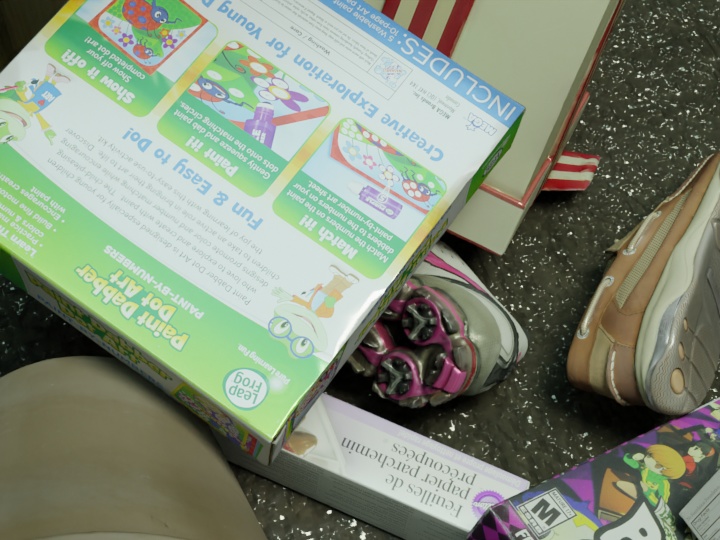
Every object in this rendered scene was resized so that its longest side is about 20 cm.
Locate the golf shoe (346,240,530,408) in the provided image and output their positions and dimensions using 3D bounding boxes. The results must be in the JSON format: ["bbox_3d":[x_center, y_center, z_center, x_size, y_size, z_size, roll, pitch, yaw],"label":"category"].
[{"bbox_3d":[0.000,0.000,0.812,0.200,0.073,0.092,41,28,26],"label":"golf shoe"}]

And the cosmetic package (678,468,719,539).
[{"bbox_3d":[0.249,0.108,0.732,0.200,0.051,0.083,-13,58,-37],"label":"cosmetic package"}]

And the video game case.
[{"bbox_3d":[0.175,0.164,0.707,0.181,0.036,0.200,-18,59,-35],"label":"video game case"}]

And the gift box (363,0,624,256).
[{"bbox_3d":[0.058,-0.131,0.823,0.184,0.187,0.200,29,32,11],"label":"gift box"}]

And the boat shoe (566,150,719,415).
[{"bbox_3d":[0.163,-0.003,0.817,0.072,0.076,0.200,-1,33,33],"label":"boat shoe"}]

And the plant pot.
[{"bbox_3d":[-0.117,0.136,0.646,0.200,0.200,0.174,-5,42,-9],"label":"plant pot"}]

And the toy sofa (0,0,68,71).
[{"bbox_3d":[-0.152,-0.137,0.798,0.083,0.200,0.098,39,68,19],"label":"toy sofa"}]

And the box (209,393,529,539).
[{"bbox_3d":[-0.017,0.089,0.760,0.200,0.041,0.039,22,58,9],"label":"box"}]

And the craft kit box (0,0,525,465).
[{"bbox_3d":[-0.062,-0.049,0.689,0.200,0.049,0.198,35,66,8],"label":"craft kit box"}]
